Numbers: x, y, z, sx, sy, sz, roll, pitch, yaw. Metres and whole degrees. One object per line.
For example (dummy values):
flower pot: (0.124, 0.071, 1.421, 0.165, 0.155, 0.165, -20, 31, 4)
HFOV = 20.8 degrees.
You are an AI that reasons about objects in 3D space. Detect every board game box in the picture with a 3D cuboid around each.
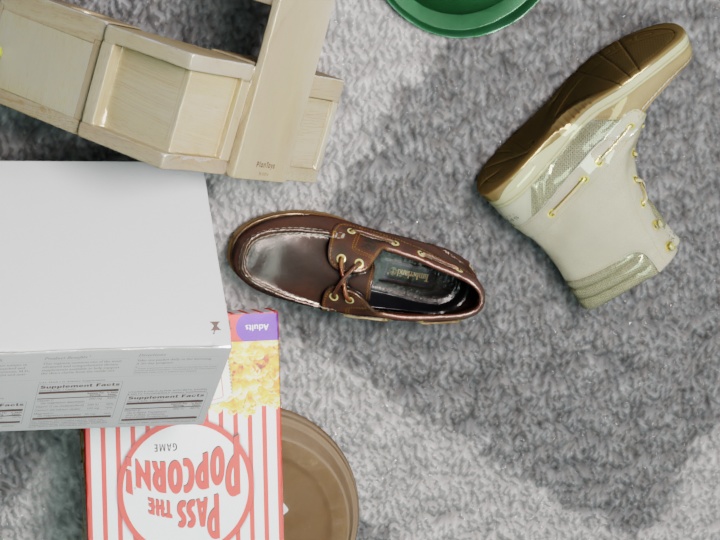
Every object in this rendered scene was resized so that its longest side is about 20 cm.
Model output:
board game box: (-0.135, 0.132, 1.473, 0.150, 0.046, 0.202, -3, 94, -14)

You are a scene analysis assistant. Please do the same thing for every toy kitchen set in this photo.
toy kitchen set: (-0.125, -0.170, 1.397, 0.199, 0.179, 0.165, 2, 107, -60)

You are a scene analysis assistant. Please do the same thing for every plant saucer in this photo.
plant saucer: (-0.093, 0.204, 1.546, 0.198, 0.029, 0.202, -5, 107, -16)

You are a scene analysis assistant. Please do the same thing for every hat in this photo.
hat: (0.106, -0.249, 1.388, 0.164, 0.176, 0.202, 0, 107, -18)

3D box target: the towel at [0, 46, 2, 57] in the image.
towel: (-0.295, -0.065, 1.314, 0.085, 0.202, 0.018, -3, 152, 16)

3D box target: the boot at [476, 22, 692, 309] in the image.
boot: (0.208, -0.080, 1.534, 0.200, 0.072, 0.155, -42, 114, 4)

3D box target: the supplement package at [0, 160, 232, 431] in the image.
supplement package: (-0.204, 0.017, 1.365, 0.198, 0.157, 0.111, 0, 148, -19)

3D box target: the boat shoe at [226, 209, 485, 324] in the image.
boat shoe: (0.000, 0.000, 1.491, 0.198, 0.070, 0.071, 6, 106, -18)
